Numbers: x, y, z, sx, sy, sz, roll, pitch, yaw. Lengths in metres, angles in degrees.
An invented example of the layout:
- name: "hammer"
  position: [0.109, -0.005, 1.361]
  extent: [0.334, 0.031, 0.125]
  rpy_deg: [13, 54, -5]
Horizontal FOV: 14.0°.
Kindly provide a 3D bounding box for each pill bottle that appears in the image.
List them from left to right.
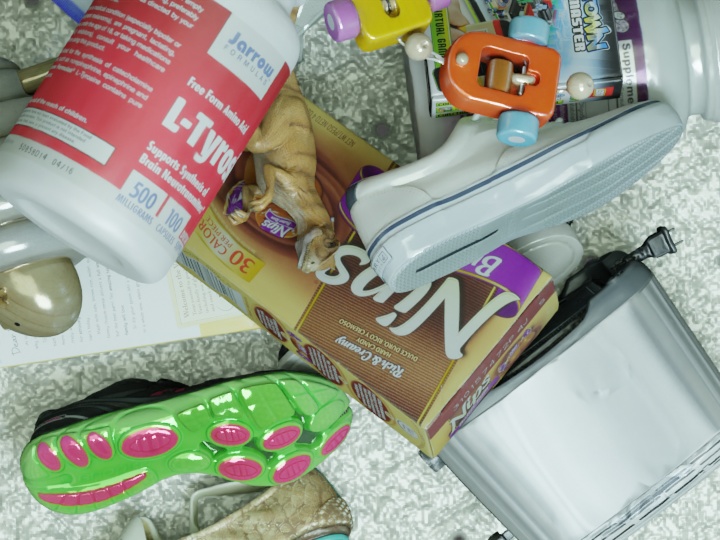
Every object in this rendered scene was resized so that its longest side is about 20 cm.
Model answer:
- name: "pill bottle"
  position: [-0.104, -0.104, 1.577]
  extent: [0.112, 0.112, 0.201]
  rpy_deg: [32, 81, -4]
- name: "pill bottle"
  position: [0.127, -0.118, 1.711]
  extent: [0.199, 0.112, 0.113]
  rpy_deg: [-8, 95, -1]

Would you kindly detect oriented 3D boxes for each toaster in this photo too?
- name: "toaster"
  position: [0.138, 0.081, 1.730]
  extent: [0.200, 0.114, 0.129]
  rpy_deg: [-38, 99, 0]

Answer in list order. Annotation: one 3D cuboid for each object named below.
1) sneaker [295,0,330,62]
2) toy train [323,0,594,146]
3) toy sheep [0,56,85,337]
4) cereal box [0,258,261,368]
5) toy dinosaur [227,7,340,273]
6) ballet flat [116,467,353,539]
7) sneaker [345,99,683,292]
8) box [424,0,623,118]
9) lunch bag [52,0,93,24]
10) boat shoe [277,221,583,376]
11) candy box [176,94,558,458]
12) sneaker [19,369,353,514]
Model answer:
- name: "sneaker"
  position: [-0.070, -0.162, 1.725]
  extent: [0.199, 0.076, 0.092]
  rpy_deg: [-8, 101, 2]
- name: "toy train"
  position: [0.053, -0.164, 1.606]
  extent: [0.149, 0.056, 0.201]
  rpy_deg: [8, 72, -11]
- name: "toy sheep"
  position: [-0.206, -0.056, 1.665]
  extent: [0.137, 0.138, 0.201]
  rpy_deg: [-20, 77, 0]
- name: "cereal box"
  position: [-0.163, -0.022, 1.748]
  extent: [0.199, 0.040, 0.145]
  rpy_deg: [-8, 94, 0]
- name: "toy dinosaur"
  position: [-0.052, -0.089, 1.667]
  extent: [0.106, 0.060, 0.201]
  rpy_deg: [-4, 76, -8]
- name: "ballet flat"
  position: [-0.103, 0.170, 1.763]
  extent: [0.199, 0.071, 0.066]
  rpy_deg: [-21, 68, -2]
- name: "sneaker"
  position: [0.085, -0.060, 1.629]
  extent: [0.199, 0.073, 0.071]
  rpy_deg: [-23, 68, -19]
- name: "box"
  position: [0.082, -0.191, 1.654]
  extent: [0.109, 0.035, 0.201]
  rpy_deg: [-6, 76, -1]
- name: "lunch bag"
  position: [-0.160, -0.254, 1.659]
  extent: [0.170, 0.124, 0.200]
  rpy_deg: [-47, 69, 5]
- name: "boat shoe"
  position: [0.035, 0.007, 1.745]
  extent: [0.199, 0.074, 0.061]
  rpy_deg: [-30, 53, 15]
- name: "candy box"
  position: [0.000, 0.000, 1.676]
  extent: [0.200, 0.057, 0.117]
  rpy_deg: [37, 76, 20]
- name: "sneaker"
  position: [-0.104, 0.087, 1.737]
  extent: [0.199, 0.084, 0.077]
  rpy_deg: [-7, 119, -7]
